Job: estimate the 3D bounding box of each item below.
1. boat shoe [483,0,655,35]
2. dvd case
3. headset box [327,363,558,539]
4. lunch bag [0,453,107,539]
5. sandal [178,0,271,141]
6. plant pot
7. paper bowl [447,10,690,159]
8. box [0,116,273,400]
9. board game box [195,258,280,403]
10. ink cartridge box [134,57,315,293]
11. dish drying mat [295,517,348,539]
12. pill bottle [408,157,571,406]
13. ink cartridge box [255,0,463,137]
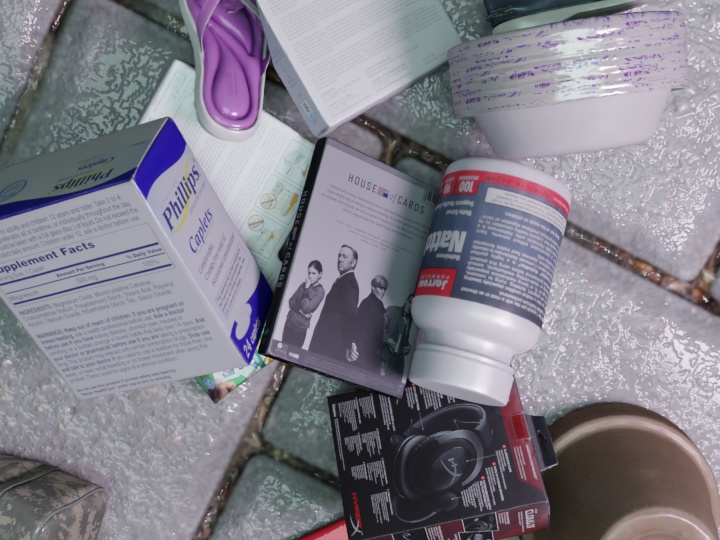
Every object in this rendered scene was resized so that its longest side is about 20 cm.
[{"bbox_3d":[0.205,-0.257,0.913,0.199,0.075,0.062,-16,92,-3],"label":"boat shoe"},{"bbox_3d":[0.000,0.000,0.917,0.150,0.025,0.201,22,76,-30],"label":"dvd case"},{"bbox_3d":[0.080,0.175,0.940,0.199,0.077,0.149,-13,55,2],"label":"headset box"},{"bbox_3d":[-0.364,0.278,0.973,0.167,0.139,0.201,20,98,14],"label":"lunch bag"},{"bbox_3d":[-0.112,-0.210,0.898,0.082,0.050,0.204,2,66,-28],"label":"sandal"},{"bbox_3d":[0.250,0.240,0.936,0.199,0.175,0.201,0,97,2],"label":"plant pot"},{"bbox_3d":[0.178,-0.154,0.866,0.200,0.201,0.105,-7,98,2],"label":"paper bowl"},{"bbox_3d":[-0.203,-0.005,0.866,0.183,0.105,0.201,-13,124,21],"label":"box"},{"bbox_3d":[-0.146,0.010,0.980,0.134,0.029,0.200,-35,96,4],"label":"board game box"},{"bbox_3d":[-0.124,-0.077,0.940,0.199,0.050,0.163,30,96,-15],"label":"ink cartridge box"},{"bbox_3d":[-0.004,0.286,1.023,0.199,0.018,0.077,-25,96,4],"label":"dish drying mat"},{"bbox_3d":[0.110,0.012,0.904,0.119,0.120,0.201,15,78,-2],"label":"pill bottle"},{"bbox_3d":[-0.021,-0.244,0.906,0.160,0.047,0.201,-32,95,-20],"label":"ink cartridge box"}]
